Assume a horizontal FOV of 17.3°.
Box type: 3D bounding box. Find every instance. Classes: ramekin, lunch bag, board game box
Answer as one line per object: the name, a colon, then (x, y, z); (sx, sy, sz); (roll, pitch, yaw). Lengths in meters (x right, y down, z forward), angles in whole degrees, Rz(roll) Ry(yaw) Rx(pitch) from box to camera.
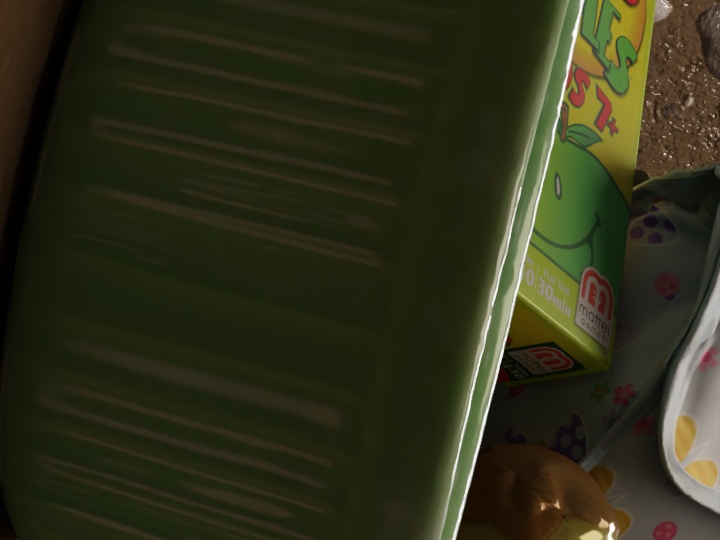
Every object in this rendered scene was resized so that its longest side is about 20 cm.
ramekin: (-0.012, -0.009, 0.551); (0.200, 0.098, 0.200); (13, 90, -85)
lunch bag: (0.129, 0.070, 0.886); (0.200, 0.169, 0.127); (-46, -145, 19)
board game box: (0.054, -0.072, 0.837); (0.102, 0.048, 0.200); (36, 53, -41)

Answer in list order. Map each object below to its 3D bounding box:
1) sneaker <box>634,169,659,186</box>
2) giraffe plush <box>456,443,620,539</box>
sneaker: (0.071, 0.042, 1.005); (0.200, 0.078, 0.080); (-36, 151, -20)
giraffe plush: (-0.015, 0.148, 0.771); (0.200, 0.173, 0.162); (-49, -179, 36)
